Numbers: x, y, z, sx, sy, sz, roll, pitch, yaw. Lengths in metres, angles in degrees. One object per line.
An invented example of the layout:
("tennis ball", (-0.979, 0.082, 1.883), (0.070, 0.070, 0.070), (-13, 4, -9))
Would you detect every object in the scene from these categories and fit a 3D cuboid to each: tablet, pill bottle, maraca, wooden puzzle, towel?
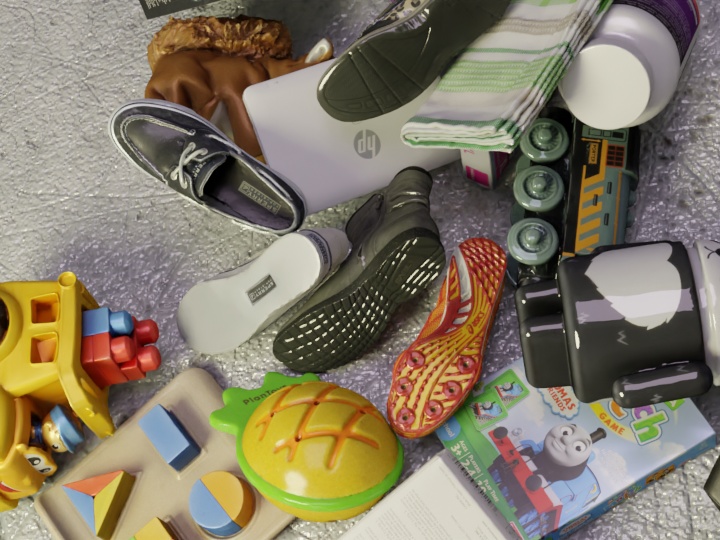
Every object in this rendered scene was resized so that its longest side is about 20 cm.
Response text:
("tablet", (-0.003, -0.138, 1.347), (0.199, 0.014, 0.131), (-21, 93, -22))
("pill bottle", (0.240, -0.201, 1.290), (0.112, 0.113, 0.200), (9, 30, 18))
("maraca", (-0.047, 0.145, 1.233), (0.136, 0.108, 0.200), (-17, 34, -30))
("wooden puzzle", (-0.174, 0.202, 1.267), (0.200, 0.046, 0.185), (-39, 61, -8))
("towel", (0.128, -0.189, 1.243), (0.149, 0.031, 0.201), (10, 61, 53))

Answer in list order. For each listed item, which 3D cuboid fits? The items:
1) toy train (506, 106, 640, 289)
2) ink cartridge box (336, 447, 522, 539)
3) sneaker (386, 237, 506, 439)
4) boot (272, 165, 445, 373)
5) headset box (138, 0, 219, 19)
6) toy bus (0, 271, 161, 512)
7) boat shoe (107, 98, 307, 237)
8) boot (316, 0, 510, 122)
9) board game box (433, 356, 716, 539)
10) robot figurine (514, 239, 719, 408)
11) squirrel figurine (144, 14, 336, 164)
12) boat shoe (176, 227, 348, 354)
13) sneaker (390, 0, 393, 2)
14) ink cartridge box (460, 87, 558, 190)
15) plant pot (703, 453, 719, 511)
("toy train", (0.194, -0.057, 1.295), (0.113, 0.085, 0.201), (7, 65, 6))
("ink cartridge box", (0.044, 0.270, 1.159), (0.200, 0.050, 0.161), (-41, 81, 11))
("sneaker", (0.083, 0.067, 1.254), (0.073, 0.077, 0.201), (23, 63, 14))
("boot", (0.000, 0.000, 1.321), (0.200, 0.068, 0.131), (-39, 29, 20))
("headset box", (-0.111, -0.341, 1.430), (0.199, 0.093, 0.174), (-5, 26, 37))
("toy bus", (-0.278, 0.105, 1.297), (0.191, 0.136, 0.201), (-8, 61, 6))
("boat shoe", (-0.139, -0.090, 1.273), (0.199, 0.068, 0.072), (33, 98, -2))
("boot", (0.041, -0.228, 1.328), (0.203, 0.074, 0.154), (-37, 24, 9))
("board game box", (0.178, 0.136, 1.220), (0.199, 0.037, 0.152), (-30, 60, -4))
("robot figurine", (0.229, 0.040, 1.165), (0.198, 0.125, 0.151), (-8, 78, 7))
("squirrel figurine", (-0.108, -0.187, 1.400), (0.185, 0.142, 0.201), (-17, 58, 6))
("boat shoe", (-0.088, 0.015, 1.311), (0.200, 0.070, 0.071), (-35, 83, 36))
("sneaker", (0.048, -0.317, 1.428), (0.077, 0.140, 0.201), (-21, 60, 2))
("ink cartridge box", (0.157, -0.186, 1.345), (0.042, 0.119, 0.201), (25, 71, 19))
("plant pot", (0.377, 0.166, 1.076), (0.177, 0.199, 0.200), (-45, 61, 2))
